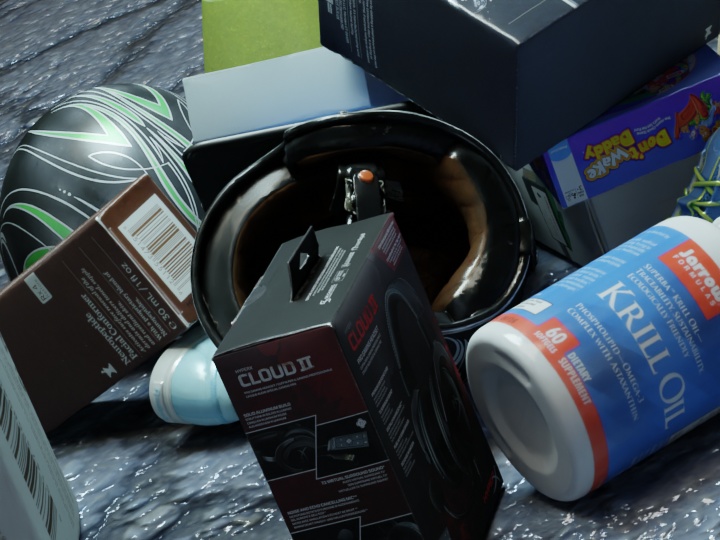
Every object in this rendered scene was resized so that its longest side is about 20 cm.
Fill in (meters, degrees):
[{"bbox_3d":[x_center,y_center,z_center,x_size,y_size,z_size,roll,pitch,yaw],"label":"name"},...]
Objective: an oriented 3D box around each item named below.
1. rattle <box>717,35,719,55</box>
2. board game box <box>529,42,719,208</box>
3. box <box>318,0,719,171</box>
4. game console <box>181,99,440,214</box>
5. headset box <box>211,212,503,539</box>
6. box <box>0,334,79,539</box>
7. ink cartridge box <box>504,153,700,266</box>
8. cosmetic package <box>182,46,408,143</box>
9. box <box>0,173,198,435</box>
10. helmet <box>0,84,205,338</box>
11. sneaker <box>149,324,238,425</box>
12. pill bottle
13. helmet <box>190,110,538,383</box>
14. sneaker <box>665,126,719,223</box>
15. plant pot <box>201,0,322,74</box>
[{"bbox_3d":[0.274,-0.195,1.894,0.130,0.201,0.143,-25,19,-11],"label":"rattle"},{"bbox_3d":[0.166,-0.114,1.773,0.134,0.045,0.200,-22,21,-1],"label":"board game box"},{"bbox_3d":[0.104,-0.187,1.703,0.200,0.104,0.182,-34,53,-30],"label":"box"},{"bbox_3d":[-0.012,-0.092,1.809,0.199,0.117,0.176,-10,30,4],"label":"game console"},{"bbox_3d":[-0.001,0.075,1.467,0.077,0.201,0.149,-15,19,20],"label":"headset box"},{"bbox_3d":[-0.285,0.126,1.639,0.171,0.200,0.200,-22,17,0],"label":"box"},{"bbox_3d":[0.187,-0.074,1.841,0.146,0.085,0.200,-27,19,-12],"label":"ink cartridge box"},{"bbox_3d":[-0.005,-0.129,1.866,0.150,0.052,0.200,-12,-1,34],"label":"cosmetic package"},{"bbox_3d":[-0.191,0.029,1.849,0.200,0.100,0.075,-36,7,41],"label":"box"},{"bbox_3d":[-0.167,-0.040,1.980,0.200,0.201,0.190,-35,6,-33],"label":"helmet"},{"bbox_3d":[-0.053,0.046,1.819,0.082,0.074,0.200,9,41,37],"label":"sneaker"},{"bbox_3d":[0.168,0.037,1.518,0.199,0.113,0.112,-30,21,-21],"label":"pill bottle"},{"bbox_3d":[0.000,0.000,1.683,0.200,0.200,0.191,-33,-4,-29],"label":"helmet"},{"bbox_3d":[0.217,-0.035,1.672,0.199,0.105,0.076,-26,19,-12],"label":"sneaker"},{"bbox_3d":[-0.047,-0.139,2.092,0.186,0.201,0.187,-19,19,7],"label":"plant pot"}]
